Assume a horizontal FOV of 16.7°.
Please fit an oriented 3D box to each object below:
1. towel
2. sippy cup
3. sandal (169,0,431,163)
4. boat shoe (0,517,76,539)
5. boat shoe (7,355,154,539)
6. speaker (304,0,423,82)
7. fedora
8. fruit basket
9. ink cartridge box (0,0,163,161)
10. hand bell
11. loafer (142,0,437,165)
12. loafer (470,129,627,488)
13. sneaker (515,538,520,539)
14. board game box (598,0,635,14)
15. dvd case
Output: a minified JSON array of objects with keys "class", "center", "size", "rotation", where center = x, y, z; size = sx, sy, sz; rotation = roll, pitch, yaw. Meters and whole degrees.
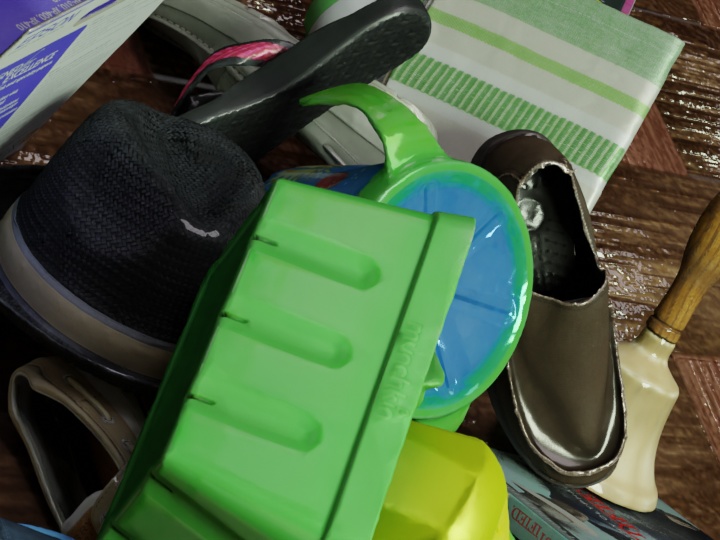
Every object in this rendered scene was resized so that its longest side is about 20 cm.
[{"class":"towel","center":[0.073,-0.075,1.408],"size":[0.152,0.201,0.023],"rotation":[26,-11,18]},{"class":"sippy cup","center":[0.000,0.000,1.301],"size":[0.139,0.130,0.179],"rotation":[25,83,-42]},{"class":"sandal","center":[-0.055,-0.099,1.329],"size":[0.045,0.199,0.075],"rotation":[58,-4,22]},{"class":"boat shoe","center":[-0.173,0.143,1.040],"size":[0.199,0.084,0.069],"rotation":[24,20,-13]},{"class":"boat shoe","center":[-0.108,0.123,1.137],"size":[0.068,0.075,0.200],"rotation":[6,42,-43]},{"class":"speaker","center":[0.035,-0.083,1.479],"size":[0.088,0.088,0.201],"rotation":[3,55,-46]},{"class":"fedora","center":[-0.104,-0.022,1.205],"size":[0.200,0.092,0.201],"rotation":[24,21,-10]},{"class":"fruit basket","center":[0.006,0.088,1.083],"size":[0.214,0.156,0.217],"rotation":[13,56,-20]},{"class":"ink cartridge box","center":[-0.169,-0.097,1.161],"size":[0.043,0.200,0.198],"rotation":[51,34,0]},{"class":"hand bell","center":[0.179,0.027,1.410],"size":[0.104,0.201,0.104],"rotation":[30,12,-7]},{"class":"loafer","center":[-0.051,-0.101,1.392],"size":[0.199,0.070,0.070],"rotation":[31,-3,19]},{"class":"loafer","center":[0.102,0.024,1.333],"size":[0.071,0.073,0.201],"rotation":[-159,-126,-78]},{"class":"sneaker","center":[0.030,0.166,1.247],"size":[0.076,0.070,0.200],"rotation":[48,32,9]},{"class":"board game box","center":[0.107,-0.187,1.680],"size":[0.147,0.064,0.200],"rotation":[42,36,-9]},{"class":"dvd case","center":[0.145,0.149,1.361],"size":[0.199,0.022,0.146],"rotation":[18,12,-40]}]
